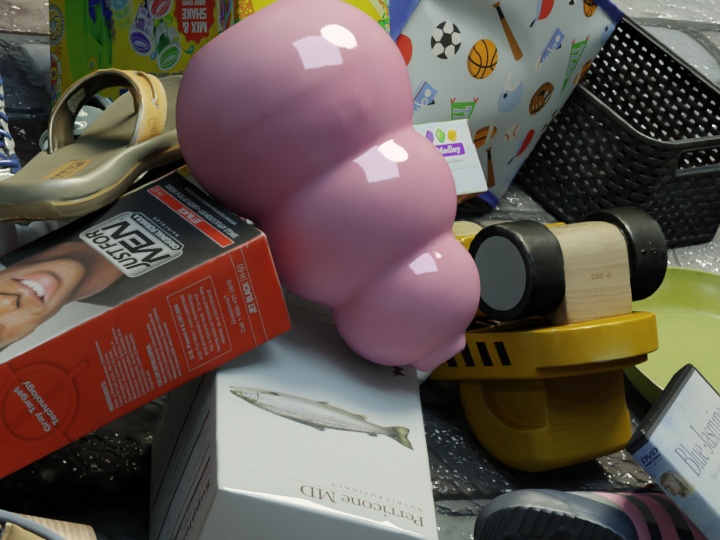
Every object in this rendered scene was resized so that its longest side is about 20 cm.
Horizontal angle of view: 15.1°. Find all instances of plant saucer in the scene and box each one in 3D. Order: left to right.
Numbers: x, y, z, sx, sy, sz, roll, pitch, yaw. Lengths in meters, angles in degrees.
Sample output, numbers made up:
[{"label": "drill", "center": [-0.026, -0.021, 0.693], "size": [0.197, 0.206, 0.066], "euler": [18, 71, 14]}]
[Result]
[{"label": "plant saucer", "center": [0.244, 0.066, 1.748], "size": [0.199, 0.031, 0.200], "euler": [16, 29, -9]}]

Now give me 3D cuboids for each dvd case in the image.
[{"label": "dvd case", "center": [0.231, 0.145, 1.495], "size": [0.200, 0.018, 0.143], "euler": [47, 22, 2]}]

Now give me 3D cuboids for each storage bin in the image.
[{"label": "storage bin", "center": [0.169, -0.109, 1.933], "size": [0.135, 0.094, 0.200], "euler": [-9, 40, -43]}]

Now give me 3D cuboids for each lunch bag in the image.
[{"label": "lunch bag", "center": [0.060, -0.155, 1.787], "size": [0.124, 0.170, 0.200], "euler": [33, 4, 24]}]

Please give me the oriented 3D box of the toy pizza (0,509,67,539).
[{"label": "toy pizza", "center": [-0.191, 0.179, 1.160], "size": [0.200, 0.032, 0.201], "euler": [0, 53, 0]}]

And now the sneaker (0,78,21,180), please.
[{"label": "sneaker", "center": [-0.244, -0.090, 1.621], "size": [0.075, 0.088, 0.200], "euler": [-1, 37, -38]}]

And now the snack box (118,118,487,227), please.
[{"label": "snack box", "center": [-0.044, -0.040, 1.619], "size": [0.200, 0.142, 0.053], "euler": [-9, 82, -43]}]

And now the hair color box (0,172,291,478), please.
[{"label": "hair color box", "center": [-0.147, 0.031, 1.348], "size": [0.200, 0.061, 0.101], "euler": [-28, 32, -20]}]

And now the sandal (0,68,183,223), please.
[{"label": "sandal", "center": [-0.136, -0.076, 1.441], "size": [0.080, 0.054, 0.200], "euler": [-7, 16, 25]}]

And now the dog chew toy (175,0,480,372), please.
[{"label": "dog chew toy", "center": [-0.008, -0.039, 1.392], "size": [0.200, 0.124, 0.124], "euler": [59, 35, 2]}]

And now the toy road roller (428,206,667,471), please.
[{"label": "toy road roller", "center": [0.086, 0.043, 1.619], "size": [0.123, 0.146, 0.200], "euler": [-8, 3, -42]}]

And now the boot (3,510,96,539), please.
[{"label": "boot", "center": [-0.187, 0.178, 1.216], "size": [0.155, 0.077, 0.200], "euler": [4, 42, -19]}]

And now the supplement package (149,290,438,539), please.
[{"label": "supplement package", "center": [-0.038, 0.110, 1.386], "size": [0.117, 0.118, 0.200], "euler": [15, 29, -13]}]

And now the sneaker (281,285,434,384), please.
[{"label": "sneaker", "center": [0.000, 0.000, 1.525], "size": [0.075, 0.200, 0.115], "euler": [29, 21, 37]}]

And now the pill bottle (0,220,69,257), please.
[{"label": "pill bottle", "center": [-0.243, 0.005, 1.423], "size": [0.199, 0.120, 0.120], "euler": [11, 30, -20]}]

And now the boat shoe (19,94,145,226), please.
[{"label": "boat shoe", "center": [-0.168, -0.063, 1.569], "size": [0.062, 0.073, 0.200], "euler": [60, 10, -6]}]

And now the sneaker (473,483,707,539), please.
[{"label": "sneaker", "center": [0.145, 0.149, 1.498], "size": [0.200, 0.070, 0.082], "euler": [19, 33, -24]}]

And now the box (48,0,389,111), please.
[{"label": "box", "center": [-0.089, -0.175, 1.685], "size": [0.122, 0.193, 0.200], "euler": [-6, 7, -40]}]
